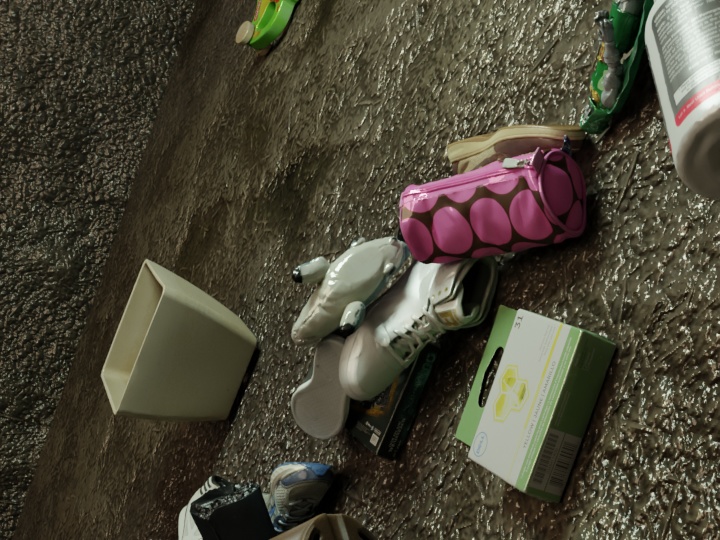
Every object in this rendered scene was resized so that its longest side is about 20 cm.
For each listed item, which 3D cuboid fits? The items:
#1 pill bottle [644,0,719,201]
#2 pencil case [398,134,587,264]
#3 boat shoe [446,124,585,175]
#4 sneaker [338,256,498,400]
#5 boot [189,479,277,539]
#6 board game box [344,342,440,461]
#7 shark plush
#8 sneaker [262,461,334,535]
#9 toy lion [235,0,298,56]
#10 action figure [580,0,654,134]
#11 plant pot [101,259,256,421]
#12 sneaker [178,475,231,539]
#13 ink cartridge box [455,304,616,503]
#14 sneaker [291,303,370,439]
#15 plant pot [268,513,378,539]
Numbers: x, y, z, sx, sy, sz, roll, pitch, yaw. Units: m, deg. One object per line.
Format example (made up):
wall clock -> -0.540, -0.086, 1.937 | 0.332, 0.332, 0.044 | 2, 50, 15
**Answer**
pill bottle -> 0.278, -0.161, 0.856 | 0.111, 0.109, 0.202 | -46, 33, 42
pencil case -> 0.122, -0.063, 1.088 | 0.198, 0.093, 0.092 | -14, 53, 44
boat shoe -> 0.158, -0.107, 1.146 | 0.199, 0.071, 0.073 | -5, 90, 58
sneaker -> 0.062, 0.052, 1.156 | 0.201, 0.074, 0.115 | -54, 22, -15
boot -> -0.151, 0.340, 1.316 | 0.199, 0.076, 0.170 | -28, 90, 43
board game box -> 0.017, 0.124, 1.300 | 0.137, 0.028, 0.200 | -67, 24, 1
shark plush -> 0.000, 0.000, 1.200 | 0.201, 0.090, 0.084 | -50, -14, -23
sneaker -> -0.081, 0.296, 1.346 | 0.201, 0.076, 0.086 | 126, 143, -48
toy lion -> -0.154, -0.540, 2.176 | 0.191, 0.068, 0.203 | -17, 57, 53
action figure -> 0.240, -0.219, 1.022 | 0.118, 0.054, 0.203 | -74, -4, -66
plant pot -> -0.275, 0.125, 1.735 | 0.203, 0.175, 0.200 | -67, 23, 5
sneaker -> -0.210, 0.363, 1.551 | 0.116, 0.075, 0.202 | -60, 23, 26
ink cartridge box -> 0.139, 0.109, 1.028 | 0.199, 0.047, 0.148 | 21, 91, 64
sneaker -> -0.020, 0.113, 1.285 | 0.099, 0.070, 0.201 | -51, -12, -40
plant pot -> -0.072, 0.350, 1.111 | 0.197, 0.199, 0.202 | -37, 37, 28
